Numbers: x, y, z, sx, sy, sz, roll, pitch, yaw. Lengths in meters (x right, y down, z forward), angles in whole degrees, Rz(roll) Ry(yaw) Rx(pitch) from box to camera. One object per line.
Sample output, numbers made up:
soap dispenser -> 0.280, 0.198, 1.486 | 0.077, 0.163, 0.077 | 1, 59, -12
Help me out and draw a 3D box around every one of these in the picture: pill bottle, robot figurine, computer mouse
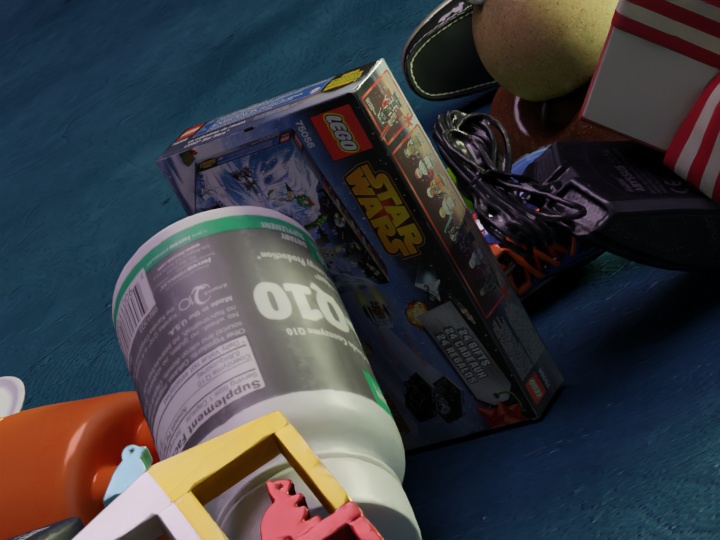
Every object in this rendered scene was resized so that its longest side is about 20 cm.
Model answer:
pill bottle -> -0.044, 0.073, 1.456 | 0.113, 0.113, 0.200 | -28, 48, 5
robot figurine -> -0.149, 0.126, 1.589 | 0.200, 0.116, 0.144 | -12, 66, 45
computer mouse -> 0.140, -0.033, 1.564 | 0.199, 0.053, 0.139 | 0, 27, -17

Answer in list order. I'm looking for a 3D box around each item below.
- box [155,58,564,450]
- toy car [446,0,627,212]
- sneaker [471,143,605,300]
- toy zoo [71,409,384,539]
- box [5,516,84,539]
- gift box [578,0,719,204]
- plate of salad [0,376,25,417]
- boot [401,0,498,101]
box -> 0.000, 0.000, 1.552 | 0.137, 0.200, 0.040 | -16, 22, 37
toy car -> 0.107, -0.138, 1.765 | 0.164, 0.200, 0.158 | -35, 18, -18
sneaker -> 0.074, 0.000, 1.676 | 0.200, 0.075, 0.079 | -32, 24, 24
toy zoo -> -0.051, 0.146, 1.322 | 0.131, 0.020, 0.200 | -33, 57, -11
box -> -0.231, 0.218, 1.388 | 0.199, 0.118, 0.197 | -20, 4, 28
gift box -> 0.238, -0.142, 1.539 | 0.199, 0.185, 0.187 | 19, 31, 11
plate of salad -> -0.281, 0.142, 1.876 | 0.200, 0.048, 0.200 | -36, 18, 14
boot -> 0.116, -0.160, 2.017 | 0.203, 0.074, 0.154 | -23, 13, 11
